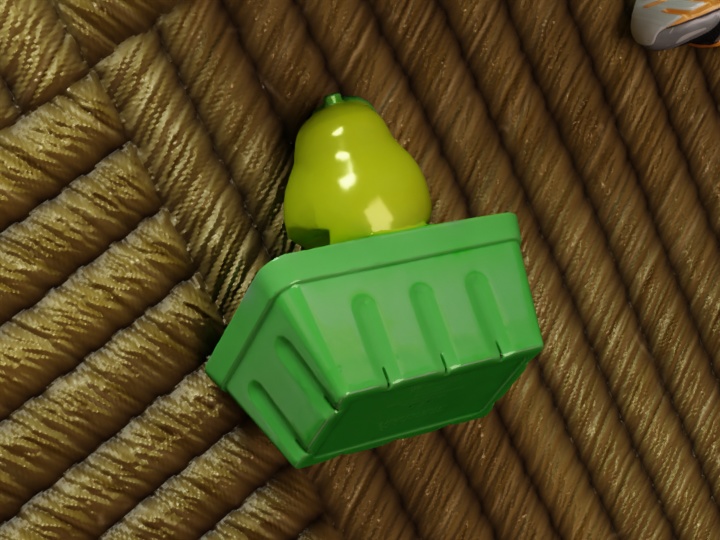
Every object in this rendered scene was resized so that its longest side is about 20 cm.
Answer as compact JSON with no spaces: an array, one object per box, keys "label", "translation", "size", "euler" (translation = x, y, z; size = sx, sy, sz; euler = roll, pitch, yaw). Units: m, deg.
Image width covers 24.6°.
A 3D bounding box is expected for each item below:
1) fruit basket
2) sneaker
[{"label":"fruit basket","translation":[0.000,0.000,1.066],"size":[0.214,0.156,0.217],"euler":[14,50,-17]},{"label":"sneaker","translation":[0.286,-0.197,1.250],"size":[0.199,0.078,0.078],"euler":[-23,119,-29]}]
